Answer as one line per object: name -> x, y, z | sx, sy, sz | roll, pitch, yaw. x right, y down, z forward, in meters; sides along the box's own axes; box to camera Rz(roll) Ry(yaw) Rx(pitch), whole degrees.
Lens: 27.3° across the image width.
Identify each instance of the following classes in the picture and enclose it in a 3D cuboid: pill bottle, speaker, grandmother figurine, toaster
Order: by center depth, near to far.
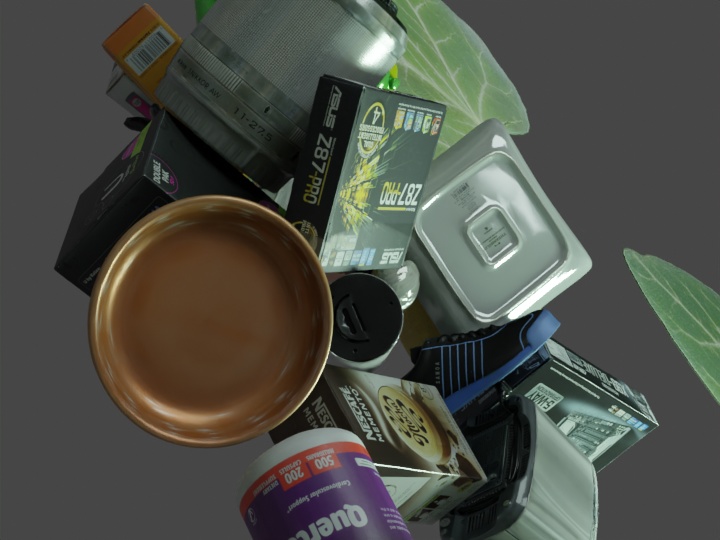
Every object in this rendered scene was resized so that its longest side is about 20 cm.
pill bottle -> -0.011, 0.227, 1.134 | 0.112, 0.112, 0.200 | 18, 35, -52
speaker -> -0.005, 0.055, 1.383 | 0.081, 0.081, 0.200 | 50, -7, 5
toaster -> 0.159, 0.219, 1.456 | 0.129, 0.113, 0.200 | 43, 35, -25
grandmother figurine -> 0.000, 0.000, 1.519 | 0.121, 0.061, 0.200 | 37, -6, -30

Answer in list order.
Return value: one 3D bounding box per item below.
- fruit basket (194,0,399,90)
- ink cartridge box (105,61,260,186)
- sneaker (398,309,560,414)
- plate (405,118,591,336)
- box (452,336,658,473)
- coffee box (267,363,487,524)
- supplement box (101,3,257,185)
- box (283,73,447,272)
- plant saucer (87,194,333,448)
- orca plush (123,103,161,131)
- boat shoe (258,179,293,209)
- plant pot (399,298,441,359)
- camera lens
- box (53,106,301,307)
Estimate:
fruit basket -> -0.056, -0.206, 1.489 | 0.216, 0.155, 0.216 | 55, 6, -8
ink cartridge box -> -0.182, -0.159, 1.589 | 0.200, 0.037, 0.095 | 37, 24, -21
sneaker -> 0.103, 0.088, 1.487 | 0.078, 0.200, 0.070 | 54, -1, 4
plate -> 0.132, -0.034, 1.551 | 0.200, 0.199, 0.032 | 56, -23, -6
box -> 0.200, 0.162, 1.599 | 0.200, 0.158, 0.050 | 32, 26, -38
coffee box -> 0.015, 0.160, 1.347 | 0.200, 0.080, 0.113 | 17, 38, -54
supplement box -> -0.163, -0.168, 1.465 | 0.200, 0.069, 0.067 | 48, -1, 12
box -> 0.003, -0.082, 1.307 | 0.049, 0.162, 0.200 | 20, 8, 21
plant saucer -> -0.120, 0.040, 1.180 | 0.200, 0.200, 0.037 | 40, -11, -19
orca plush -> -0.195, -0.106, 1.425 | 0.105, 0.071, 0.200 | 52, -7, -37
boat shoe -> -0.095, -0.053, 1.501 | 0.069, 0.072, 0.200 | 43, 32, -10
plant pot -> 0.116, 0.044, 1.637 | 0.200, 0.200, 0.142 | 28, 51, -42
camera lens -> -0.068, -0.191, 1.335 | 0.160, 0.200, 0.160 | 40, 4, -4
box -> -0.142, -0.013, 1.285 | 0.200, 0.124, 0.149 | 40, 21, -19
